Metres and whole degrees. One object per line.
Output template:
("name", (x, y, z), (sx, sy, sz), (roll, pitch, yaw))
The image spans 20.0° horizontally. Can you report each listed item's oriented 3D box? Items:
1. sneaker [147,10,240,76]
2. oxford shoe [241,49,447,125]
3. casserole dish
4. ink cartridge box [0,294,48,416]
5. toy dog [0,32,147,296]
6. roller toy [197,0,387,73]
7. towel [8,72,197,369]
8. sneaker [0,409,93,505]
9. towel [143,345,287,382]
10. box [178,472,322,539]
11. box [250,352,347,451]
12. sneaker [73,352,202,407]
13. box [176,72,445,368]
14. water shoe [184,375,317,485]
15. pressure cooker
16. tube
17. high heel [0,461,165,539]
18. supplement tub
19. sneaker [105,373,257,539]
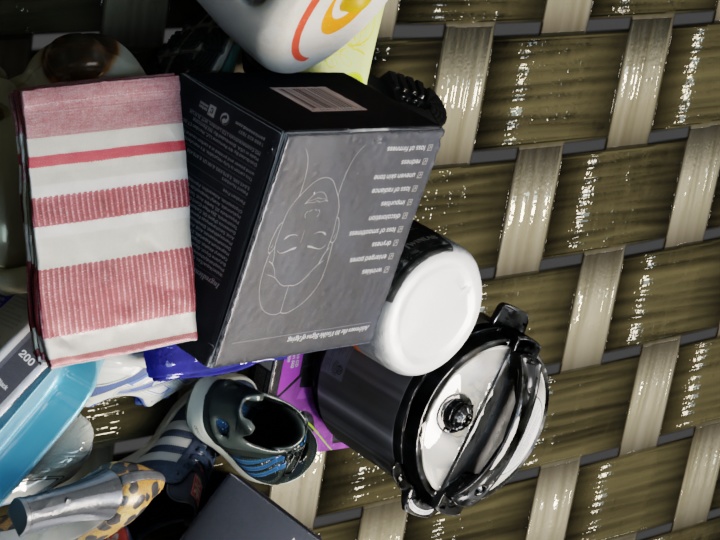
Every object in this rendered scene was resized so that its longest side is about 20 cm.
("sneaker", (-0.135, -0.117, 1.666), (0.079, 0.077, 0.201), (26, 75, -47))
("oxford shoe", (-0.026, -0.142, 1.779), (0.199, 0.073, 0.084), (22, 133, -29))
("casserole dish", (-0.273, 0.118, 1.630), (0.200, 0.039, 0.121), (-51, 166, -31))
("ink cartridge box", (-0.264, 0.041, 1.582), (0.043, 0.198, 0.200), (45, 78, -17))
("toy dog", (-0.244, -0.093, 1.538), (0.200, 0.194, 0.139), (-50, 123, 0))
("roller toy", (-0.044, -0.251, 1.597), (0.182, 0.140, 0.200), (-40, 165, -24))
("towel", (-0.183, -0.038, 1.484), (0.143, 0.023, 0.201), (-10, 99, -41))
("sneaker", (-0.315, 0.171, 1.697), (0.199, 0.072, 0.073), (-16, 155, -26))
("towel", (-0.137, -0.011, 1.723), (0.147, 0.049, 0.201), (-6, 89, -44))
("box", (-0.115, 0.269, 1.823), (0.148, 0.104, 0.200), (-53, 177, -7))
("box", (-0.018, 0.101, 1.941), (0.199, 0.036, 0.144), (-5, 115, -41))
("sneaker", (-0.169, 0.072, 1.781), (0.199, 0.075, 0.088), (0, 128, -39))
("box", (-0.063, -0.044, 1.610), (0.199, 0.124, 0.198), (-6, 120, -50))
("water shoe", (-0.079, 0.151, 1.811), (0.200, 0.079, 0.072), (32, 71, -56))
("pressure cooker", (0.073, 0.118, 1.863), (0.178, 0.200, 0.177), (-28, 126, -29))
("tube", (-0.010, -0.211, 1.725), (0.052, 0.058, 0.201), (48, 56, -63))
("high heel", (-0.252, 0.225, 1.726), (0.142, 0.072, 0.200), (-12, 158, -36))
("supplement tub", (0.000, 0.000, 1.783), (0.122, 0.200, 0.123), (-22, 126, -34))
("sneaker", (-0.154, 0.177, 1.825), (0.200, 0.084, 0.075), (-43, 133, -16))
